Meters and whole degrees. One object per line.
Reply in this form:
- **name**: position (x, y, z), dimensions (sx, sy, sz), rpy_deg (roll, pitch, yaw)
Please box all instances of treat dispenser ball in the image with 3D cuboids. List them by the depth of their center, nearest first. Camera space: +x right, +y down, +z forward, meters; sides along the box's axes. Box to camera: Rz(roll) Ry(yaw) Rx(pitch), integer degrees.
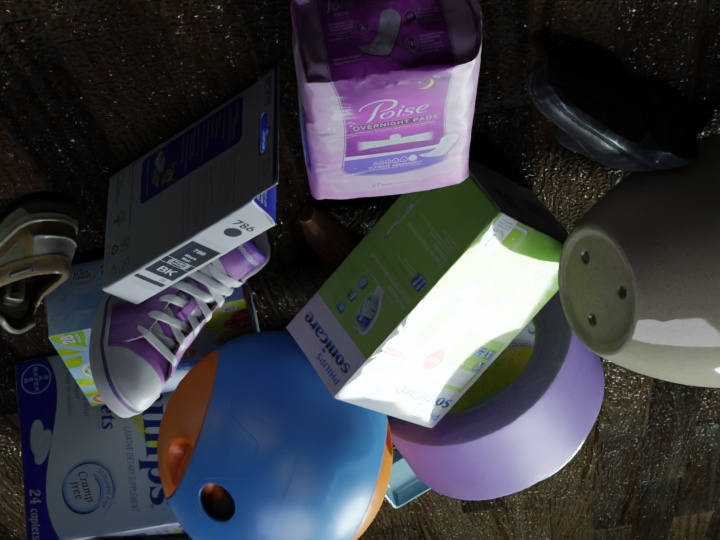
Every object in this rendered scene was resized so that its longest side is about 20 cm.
- **treat dispenser ball**: position (-0.071, 0.152, 1.512), dimensions (0.198, 0.203, 0.201), rpy_deg (-7, 159, -3)

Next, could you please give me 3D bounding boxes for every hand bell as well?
- **hand bell**: position (0.000, 0.000, 1.524), dimensions (0.103, 0.105, 0.200), rpy_deg (-16, 144, 20)

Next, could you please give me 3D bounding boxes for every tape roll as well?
- **tape roll**: position (0.109, 0.096, 1.590), dimensions (0.198, 0.201, 0.085), rpy_deg (-16, 134, 19)

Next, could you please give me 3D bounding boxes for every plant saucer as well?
- **plant saucer**: position (0.102, 0.151, 1.658), dimensions (0.199, 0.019, 0.070), rpy_deg (-32, 140, 4)

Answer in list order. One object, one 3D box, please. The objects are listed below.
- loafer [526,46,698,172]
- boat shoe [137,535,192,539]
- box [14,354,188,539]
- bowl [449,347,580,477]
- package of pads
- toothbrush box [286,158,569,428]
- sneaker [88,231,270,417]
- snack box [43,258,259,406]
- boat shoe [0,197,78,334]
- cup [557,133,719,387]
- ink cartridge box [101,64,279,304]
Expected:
- **loafer**: position (0.172, -0.107, 1.308), dimensions (0.072, 0.074, 0.199), rpy_deg (-19, 156, 33)
- **boat shoe**: position (-0.153, 0.270, 1.637), dimensions (0.197, 0.071, 0.066), rpy_deg (3, 159, -10)
- **box**: position (-0.213, 0.168, 1.694), dimensions (0.198, 0.186, 0.105), rpy_deg (-10, 157, 2)
- **bowl**: position (0.158, 0.140, 1.751), dimensions (0.199, 0.108, 0.201), rpy_deg (-31, 150, -20)
- **package of pads**: position (0.018, -0.118, 1.211), dimensions (0.119, 0.076, 0.200), rpy_deg (-10, 159, -4)
- **toothbrush box**: position (0.062, 0.017, 1.443), dimensions (0.200, 0.086, 0.145), rpy_deg (-47, 145, 15)
- **sneaker**: position (-0.130, 0.016, 1.353), dimensions (0.114, 0.202, 0.073), rpy_deg (-20, 127, 35)
- **snack box**: position (-0.175, 0.047, 1.559), dimensions (0.167, 0.068, 0.200), rpy_deg (-10, 158, -2)
- **boat shoe**: position (-0.280, 0.015, 1.428), dimensions (0.071, 0.077, 0.200), rpy_deg (3, 156, -28)
- **cup**: position (0.239, 0.002, 1.393), dimensions (0.142, 0.202, 0.200), rpy_deg (-10, 162, -28)
- **ink cartridge box**: position (-0.110, -0.058, 1.277), dimensions (0.039, 0.100, 0.199), rpy_deg (24, 144, -36)
